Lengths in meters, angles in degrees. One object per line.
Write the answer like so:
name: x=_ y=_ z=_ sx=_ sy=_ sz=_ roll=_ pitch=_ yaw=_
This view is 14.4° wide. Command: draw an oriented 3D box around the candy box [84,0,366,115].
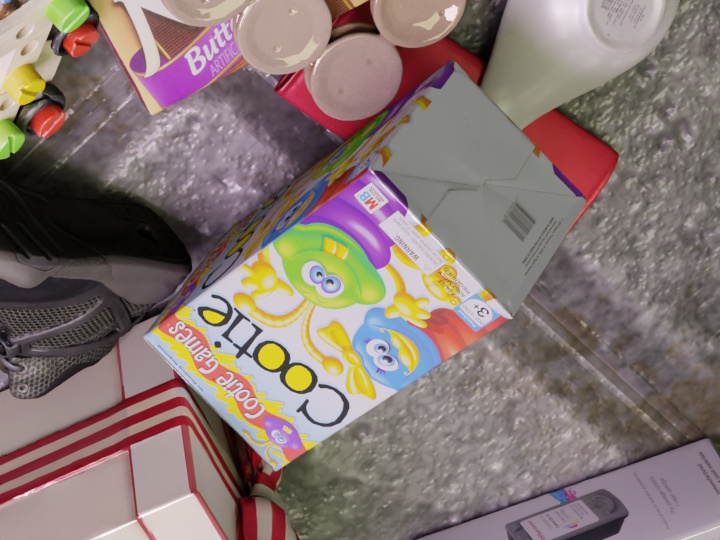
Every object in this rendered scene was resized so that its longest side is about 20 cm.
candy box: x=-0.048 y=-0.178 z=1.421 sx=0.200 sy=0.056 sz=0.117 roll=-28 pitch=125 yaw=-2

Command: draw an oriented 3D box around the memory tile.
memory tile: x=0.006 y=-0.178 z=1.396 sx=0.153 sy=0.017 sz=0.200 roll=30 pitch=107 yaw=-31

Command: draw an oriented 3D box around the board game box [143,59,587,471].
board game box: x=0.000 y=0.000 z=1.449 sx=0.103 sy=0.105 sz=0.200 roll=45 pitch=134 yaw=-9

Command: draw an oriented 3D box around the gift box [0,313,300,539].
gift box: x=-0.118 y=0.156 z=1.536 sx=0.187 sy=0.185 sz=0.200 roll=-24 pitch=129 yaw=8

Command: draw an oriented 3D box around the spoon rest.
spoon rest: x=0.101 y=-0.107 z=1.510 sx=0.099 sy=0.061 sz=0.200 roll=33 pitch=86 yaw=-32

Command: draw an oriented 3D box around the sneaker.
sneaker: x=-0.184 y=0.012 z=1.455 sx=0.114 sy=0.076 sz=0.199 roll=-50 pitch=151 yaw=19

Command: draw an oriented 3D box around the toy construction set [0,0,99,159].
toy construction set: x=-0.198 y=-0.099 z=1.366 sx=0.131 sy=0.092 sz=0.200 roll=-29 pitch=174 yaw=-39

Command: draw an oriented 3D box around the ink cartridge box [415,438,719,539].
ink cartridge box: x=0.144 y=0.207 z=1.709 sx=0.200 sy=0.086 sz=0.148 roll=-20 pitch=125 yaw=-8

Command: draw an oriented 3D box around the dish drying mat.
dish drying mat: x=0.049 y=-0.080 z=1.538 sx=0.200 sy=0.018 sz=0.077 roll=31 pitch=104 yaw=-30
